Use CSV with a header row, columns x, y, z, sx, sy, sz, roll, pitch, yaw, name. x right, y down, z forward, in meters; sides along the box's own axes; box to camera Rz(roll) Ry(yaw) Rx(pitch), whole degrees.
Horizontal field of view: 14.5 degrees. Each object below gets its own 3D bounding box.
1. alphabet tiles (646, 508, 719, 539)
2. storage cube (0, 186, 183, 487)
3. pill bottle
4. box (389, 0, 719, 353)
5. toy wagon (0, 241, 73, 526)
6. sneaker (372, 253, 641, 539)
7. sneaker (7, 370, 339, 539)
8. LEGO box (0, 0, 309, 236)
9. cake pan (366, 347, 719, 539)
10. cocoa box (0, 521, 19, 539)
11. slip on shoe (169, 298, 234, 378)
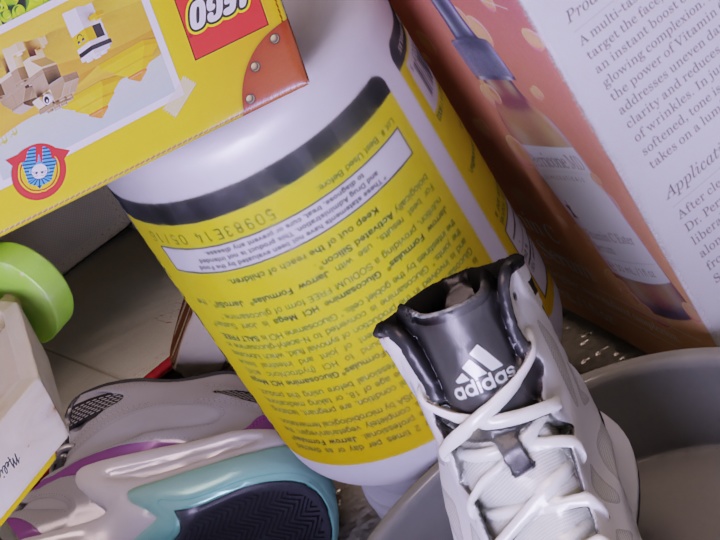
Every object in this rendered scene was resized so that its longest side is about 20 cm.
x,y,z,sx,sy,sz,roll,pitch,yaw,name
0.165,0.109,0.851,0.200,0.015,0.196,-34,33,-1,alphabet tiles
-0.173,-0.029,1.192,0.171,0.200,0.180,-40,27,-22,storage cube
0.000,0.000,0.979,0.112,0.200,0.113,-24,31,15,pill bottle
0.091,-0.076,0.987,0.106,0.200,0.152,-40,30,-12,box
-0.179,0.053,0.838,0.199,0.040,0.155,1,39,37,toy wagon
0.042,0.072,0.815,0.075,0.116,0.201,-27,33,9,sneaker
-0.109,0.100,1.074,0.199,0.078,0.140,-23,29,-1,sneaker
-0.136,-0.086,0.842,0.199,0.149,0.077,-28,26,-18,LEGO box
0.080,0.107,0.878,0.200,0.037,0.201,-23,34,16,cake pan
-0.153,0.154,0.902,0.133,0.200,0.131,-29,31,1,cocoa box
-0.019,-0.041,1.085,0.076,0.060,0.201,-90,17,-66,slip on shoe
